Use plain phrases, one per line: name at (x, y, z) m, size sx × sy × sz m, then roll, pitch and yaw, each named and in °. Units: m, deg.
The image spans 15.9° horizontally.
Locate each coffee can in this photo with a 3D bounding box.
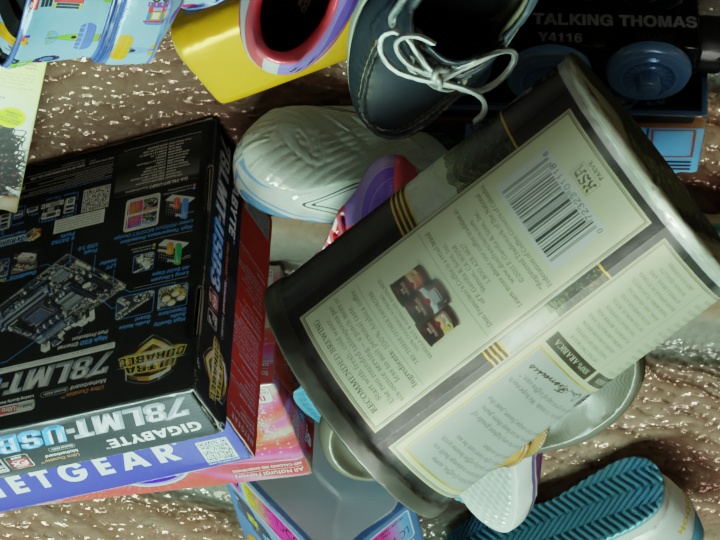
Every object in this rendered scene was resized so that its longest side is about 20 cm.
coffee can at (0.072, 0.008, 1.307) m, size 0.200 × 0.147 × 0.146 m, roll -37°, pitch 130°, yaw 11°

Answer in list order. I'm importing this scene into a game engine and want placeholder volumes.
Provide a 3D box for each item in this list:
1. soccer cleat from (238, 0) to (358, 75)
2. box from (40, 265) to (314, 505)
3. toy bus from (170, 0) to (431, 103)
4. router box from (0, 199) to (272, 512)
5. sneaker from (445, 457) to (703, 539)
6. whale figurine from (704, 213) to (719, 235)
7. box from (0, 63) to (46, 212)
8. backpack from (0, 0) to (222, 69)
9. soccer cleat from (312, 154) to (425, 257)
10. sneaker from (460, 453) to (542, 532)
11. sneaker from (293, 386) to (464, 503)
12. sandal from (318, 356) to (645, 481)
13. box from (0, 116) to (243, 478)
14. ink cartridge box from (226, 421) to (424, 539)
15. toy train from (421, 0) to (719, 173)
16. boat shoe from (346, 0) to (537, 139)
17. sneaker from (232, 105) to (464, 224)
soccer cleat at (-0.007, -0.189, 1.251) m, size 0.068 × 0.073 × 0.201 m, roll 21°, pitch 101°, yaw -5°
box at (-0.134, 0.075, 1.617) m, size 0.198 × 0.095 × 0.103 m, roll -7°, pitch 140°, yaw 11°
toy bus at (0.001, -0.160, 1.343) m, size 0.199 × 0.079 × 0.065 m, roll -18°, pitch 136°, yaw 23°
router box at (-0.156, 0.044, 1.516) m, size 0.198 × 0.180 × 0.049 m, roll -13°, pitch 138°, yaw 18°
sneaker at (0.137, 0.197, 1.756) m, size 0.199 × 0.077 × 0.081 m, roll -22°, pitch 136°, yaw 29°
whale figurine at (0.270, -0.001, 1.501) m, size 0.198 × 0.104 × 0.160 m, roll -5°, pitch 140°, yaw 9°
box at (-0.209, -0.118, 1.427) m, size 0.075 × 0.050 × 0.201 m, roll 9°, pitch 139°, yaw -8°
backpack at (-0.106, -0.187, 1.220) m, size 0.134 × 0.201 × 0.183 m, roll 15°, pitch 138°, yaw -12°
soccer cleat at (0.000, 0.000, 1.448) m, size 0.076 × 0.067 × 0.200 m, roll 4°, pitch 153°, yaw 3°
sneaker at (0.108, 0.057, 1.555) m, size 0.114 × 0.072 × 0.202 m, roll -25°, pitch 126°, yaw -34°
sneaker at (0.029, 0.081, 1.600) m, size 0.076 × 0.081 × 0.200 m, roll 31°, pitch -179°, yaw 33°
sandal at (0.068, 0.080, 1.473) m, size 0.198 × 0.055 × 0.082 m, roll -14°, pitch 110°, yaw 11°
box at (-0.168, 0.021, 1.473) m, size 0.199 × 0.200 × 0.050 m, roll -14°, pitch 139°, yaw 17°
ink cartridge box at (-0.015, 0.189, 1.707) m, size 0.076 × 0.136 × 0.201 m, roll -36°, pitch 142°, yaw -15°
toy train at (0.100, -0.109, 1.399) m, size 0.198 × 0.087 × 0.115 m, roll 1°, pitch 146°, yaw 1°
boat shoe at (0.046, -0.124, 1.274) m, size 0.074 × 0.062 × 0.200 m, roll 17°, pitch 139°, yaw -21°
sneaker at (0.025, -0.058, 1.483) m, size 0.198 × 0.073 × 0.072 m, roll 5°, pitch 167°, yaw -9°
